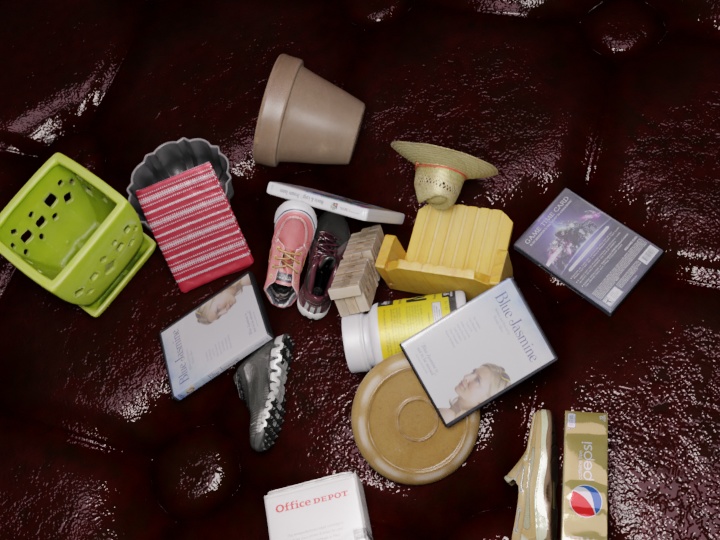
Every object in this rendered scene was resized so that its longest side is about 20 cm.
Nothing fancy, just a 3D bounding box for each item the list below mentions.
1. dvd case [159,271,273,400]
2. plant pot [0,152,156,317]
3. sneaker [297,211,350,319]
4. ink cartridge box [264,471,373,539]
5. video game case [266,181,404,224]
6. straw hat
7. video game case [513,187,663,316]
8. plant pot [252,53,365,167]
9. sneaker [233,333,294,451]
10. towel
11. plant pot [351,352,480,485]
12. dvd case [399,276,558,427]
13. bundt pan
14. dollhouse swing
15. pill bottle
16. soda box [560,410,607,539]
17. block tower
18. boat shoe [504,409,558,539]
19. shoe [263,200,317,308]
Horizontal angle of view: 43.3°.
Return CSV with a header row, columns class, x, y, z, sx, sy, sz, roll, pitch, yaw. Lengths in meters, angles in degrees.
class,x,y,z,sx,sy,sz,roll,pitch,yaw
dvd case,-0.243,0.107,1.504,0.199,0.018,0.144,-34,49,11
plant pot,-0.491,-0.051,1.590,0.198,0.182,0.201,32,77,25
sneaker,-0.051,-0.025,1.519,0.075,0.116,0.203,13,68,-6
ink cartridge box,-0.052,0.412,1.314,0.144,0.085,0.202,-14,62,4
video game case,-0.037,-0.112,1.533,0.180,0.200,0.024,17,96,19
straw hat,0.131,-0.149,1.532,0.199,0.201,0.086,15,88,18
video game case,0.375,-0.035,1.500,0.199,0.019,0.143,38,75,27
plant pot,-0.087,-0.267,1.639,0.172,0.201,0.202,17,65,-1
sneaker,-0.165,0.196,1.466,0.089,0.067,0.202,-1,59,14
towel,-0.285,-0.072,1.577,0.143,0.202,0.023,-22,18,0
plant pot,0.085,0.223,1.364,0.197,0.027,0.203,0,89,-3
dvd case,0.176,0.121,1.349,0.198,0.018,0.144,-31,90,-3
bundt pan,-0.322,-0.141,1.667,0.199,0.076,0.204,-5,62,9
dollhouse swing,0.151,-0.051,1.480,0.197,0.182,0.178,9,75,17
pill bottle,0.075,0.101,1.434,0.197,0.115,0.116,-9,61,6
soda box,0.320,0.309,1.300,0.063,0.068,0.202,3,63,13
block tower,0.000,0.000,1.483,0.053,0.058,0.201,-12,26,19
boat shoe,0.246,0.301,1.323,0.075,0.072,0.202,-4,61,23
shoe,-0.116,-0.022,1.492,0.070,0.201,0.092,9,55,-7
